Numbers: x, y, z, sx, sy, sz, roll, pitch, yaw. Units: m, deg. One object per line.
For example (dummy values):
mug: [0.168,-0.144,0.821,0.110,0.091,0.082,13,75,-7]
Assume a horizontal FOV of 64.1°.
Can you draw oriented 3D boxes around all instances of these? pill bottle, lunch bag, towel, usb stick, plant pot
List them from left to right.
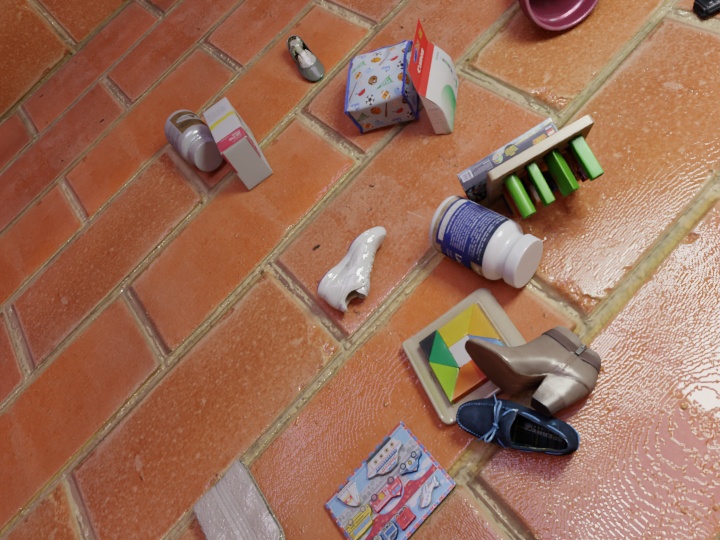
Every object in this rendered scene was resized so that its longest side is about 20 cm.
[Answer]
pill bottle: [-0.467,-0.364,1.623,0.114,0.115,0.200,-44,52,-4]
towel: [-0.224,0.465,1.050,0.132,0.035,0.200,-44,52,-4]
lunch bag: [0.058,-0.459,1.411,0.166,0.124,0.205,-9,65,23]
pill bottle: [0.234,-0.054,1.079,0.198,0.116,0.116,32,78,37]
plant pot: [0.436,-0.682,1.321,0.196,0.202,0.181,-27,37,9]
usb stick: [0.784,-0.581,1.172,0.196,0.033,0.056,-26,46,11]

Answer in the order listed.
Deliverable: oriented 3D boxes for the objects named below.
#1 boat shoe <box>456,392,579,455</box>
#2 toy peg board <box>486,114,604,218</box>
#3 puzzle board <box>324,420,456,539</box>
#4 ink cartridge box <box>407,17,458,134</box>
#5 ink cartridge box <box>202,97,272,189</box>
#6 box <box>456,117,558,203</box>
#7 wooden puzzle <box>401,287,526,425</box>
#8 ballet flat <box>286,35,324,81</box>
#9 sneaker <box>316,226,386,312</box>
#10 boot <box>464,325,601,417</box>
boat shoe: [0.243,0.242,0.913,0.195,0.068,0.087,0,84,28]
toy peg board: [0.343,-0.164,1.068,0.197,0.199,0.100,-29,79,8]
puzzle board: [0.045,0.380,0.976,0.200,0.017,0.150,-45,52,-5]
ink cartridge box: [0.169,-0.435,1.289,0.049,0.201,0.165,-1,60,24]
ink cartridge box: [-0.324,-0.336,1.513,0.082,0.146,0.202,-33,52,2]
box: [0.289,-0.206,1.120,0.197,0.137,0.041,-31,77,13]
wooden puzzle: [0.189,0.146,1.031,0.197,0.037,0.187,-33,52,5]
ballet flat: [-0.166,-0.614,1.653,0.067,0.064,0.202,-35,52,3]
sneaker: [0.000,0.000,1.207,0.099,0.075,0.201,37,81,19]
boot: [0.289,0.141,0.946,0.145,0.071,0.199,-37,63,-26]
